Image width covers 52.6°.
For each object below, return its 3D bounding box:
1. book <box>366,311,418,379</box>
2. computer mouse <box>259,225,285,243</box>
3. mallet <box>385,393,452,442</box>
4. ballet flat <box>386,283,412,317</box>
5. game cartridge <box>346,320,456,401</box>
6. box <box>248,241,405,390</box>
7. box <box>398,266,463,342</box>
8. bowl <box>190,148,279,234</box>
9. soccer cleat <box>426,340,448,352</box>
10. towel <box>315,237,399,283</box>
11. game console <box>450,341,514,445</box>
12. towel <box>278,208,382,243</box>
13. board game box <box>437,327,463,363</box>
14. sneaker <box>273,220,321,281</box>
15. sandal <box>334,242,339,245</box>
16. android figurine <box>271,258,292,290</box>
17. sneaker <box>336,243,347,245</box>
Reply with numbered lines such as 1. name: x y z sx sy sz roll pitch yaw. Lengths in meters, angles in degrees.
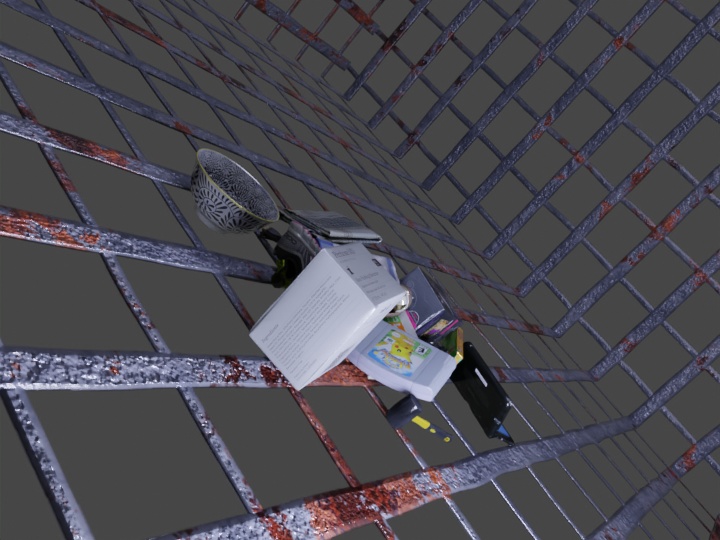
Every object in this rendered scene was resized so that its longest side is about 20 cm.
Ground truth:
1. book: 0.051 0.146 1.500 0.131 0.049 0.201 2 34 -20
2. computer mouse: -0.134 -0.049 1.593 0.108 0.045 0.199 24 4 30
3. mallet: 0.128 0.284 1.377 0.199 0.066 0.041 29 24 -43
4. ballet flat: 0.054 0.065 1.483 0.198 0.067 0.070 -10 93 -43
5. game cartridge: 0.073 0.170 1.401 0.198 0.041 0.133 25 39 20
6. box: -0.051 0.070 1.234 0.131 0.200 0.199 46 17 8
7. box: 0.148 0.090 1.695 0.123 0.105 0.200 59 9 23
8. bowl: -0.262 -0.133 1.418 0.200 0.094 0.201 39 17 -14
9. soccer cleat: 0.112 0.207 1.545 0.068 0.074 0.198 34 28 31
10. towel: 0.000 0.000 1.577 0.197 0.024 0.148 16 37 -26
11. game console: 0.305 0.289 1.715 0.114 0.178 0.201 -4 41 -29
12. towel: -0.077 -0.109 1.710 0.197 0.035 0.192 -2 25 -41
13. board game box: 0.200 0.199 1.707 0.030 0.096 0.200 43 16 -2
14. sneaker: -0.102 -0.002 1.410 0.074 0.087 0.201 40 -11 51
15. sandal: -0.064 -0.070 1.790 0.199 0.074 0.046 0 88 -55
16. android figurine: -0.098 0.044 1.477 0.183 0.041 0.199 50 19 21
17. sneaker: -0.038 -0.010 1.682 0.089 0.079 0.200 41 16 2
